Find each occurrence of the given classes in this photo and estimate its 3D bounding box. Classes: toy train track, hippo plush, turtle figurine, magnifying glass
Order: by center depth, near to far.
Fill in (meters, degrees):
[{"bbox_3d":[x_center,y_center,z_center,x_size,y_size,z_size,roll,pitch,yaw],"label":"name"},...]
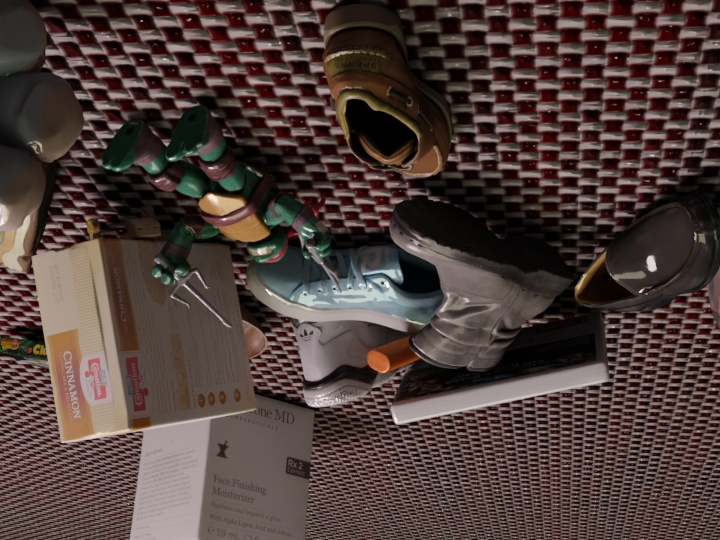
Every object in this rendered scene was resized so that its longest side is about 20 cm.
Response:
[{"bbox_3d":[-0.295,-0.089,0.868,0.198,0.161,0.160,-6,178,-33],"label":"hippo plush"},{"bbox_3d":[-0.103,-0.043,1.041,0.149,0.101,0.200,-22,135,20],"label":"turtle figurine"},{"bbox_3d":[-0.228,-0.027,1.189,0.114,0.033,0.199,-7,173,-33],"label":"toy train track"},{"bbox_3d":[0.070,0.063,1.249,0.079,0.023,0.199,25,-156,28],"label":"magnifying glass"}]

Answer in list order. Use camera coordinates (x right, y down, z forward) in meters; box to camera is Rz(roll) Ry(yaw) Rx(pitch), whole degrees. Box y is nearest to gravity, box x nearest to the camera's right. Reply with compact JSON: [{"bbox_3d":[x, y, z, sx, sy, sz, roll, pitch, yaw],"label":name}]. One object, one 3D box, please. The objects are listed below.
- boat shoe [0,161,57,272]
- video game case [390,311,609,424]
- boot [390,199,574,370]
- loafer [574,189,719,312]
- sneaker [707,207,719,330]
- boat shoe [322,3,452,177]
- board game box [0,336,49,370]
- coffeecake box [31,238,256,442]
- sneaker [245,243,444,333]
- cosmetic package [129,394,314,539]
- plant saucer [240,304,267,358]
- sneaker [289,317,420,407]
[{"bbox_3d":[-0.298,-0.050,1.100,0.075,0.072,0.200,21,155,-11],"label":"boat shoe"},{"bbox_3d":[0.136,0.091,1.270,0.198,0.024,0.182,-13,-170,11],"label":"video game case"},{"bbox_3d":[0.079,0.024,1.131,0.199,0.070,0.132,20,120,-34],"label":"boot"},{"bbox_3d":[0.236,-0.006,1.096,0.072,0.074,0.200,-13,161,-13],"label":"loafer"},{"bbox_3d":[0.329,0.007,1.122,0.076,0.083,0.200,-2,158,14],"label":"sneaker"},{"bbox_3d":[0.015,-0.101,0.916,0.071,0.069,0.200,-6,158,18],"label":"boat shoe"},{"bbox_3d":[-0.294,0.104,1.485,0.198,0.024,0.105,6,164,26],"label":"board game box"},{"bbox_3d":[-0.179,0.057,1.143,0.072,0.155,0.200,-13,174,25],"label":"coffeecake box"},{"bbox_3d":[0.000,0.000,1.192,0.198,0.075,0.082,7,141,-18],"label":"sneaker"},{"bbox_3d":[-0.174,0.268,1.693,0.164,0.202,0.164,20,154,-36],"label":"cosmetic package"},{"bbox_3d":[-0.194,0.055,1.391,0.198,0.032,0.201,2,158,1],"label":"plant saucer"},{"bbox_3d":[0.000,0.049,1.298,0.075,0.116,0.199,-11,-171,33],"label":"sneaker"}]
